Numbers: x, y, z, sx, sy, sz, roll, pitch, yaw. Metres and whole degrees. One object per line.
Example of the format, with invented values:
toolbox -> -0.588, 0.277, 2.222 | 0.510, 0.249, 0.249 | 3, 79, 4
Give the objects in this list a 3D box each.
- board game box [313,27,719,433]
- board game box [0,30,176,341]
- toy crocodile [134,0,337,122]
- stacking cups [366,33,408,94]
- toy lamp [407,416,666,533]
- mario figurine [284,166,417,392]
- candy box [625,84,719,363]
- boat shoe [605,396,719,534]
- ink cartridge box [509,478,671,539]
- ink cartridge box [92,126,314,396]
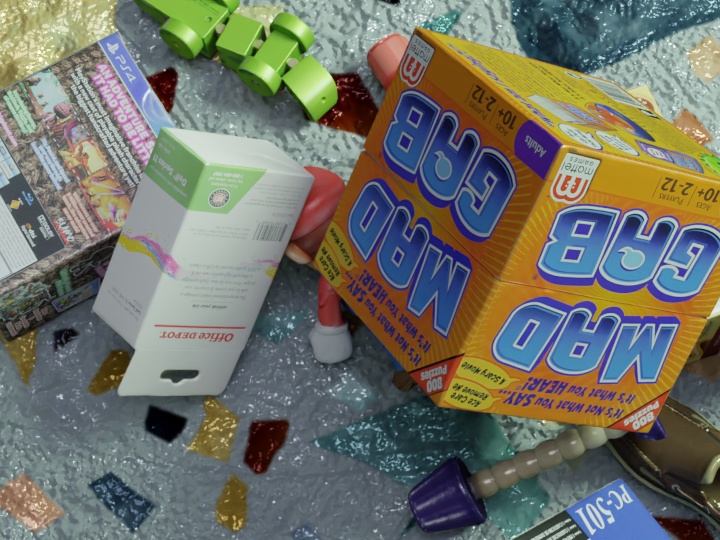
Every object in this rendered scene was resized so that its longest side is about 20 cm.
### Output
board game box -> 0.124, -0.028, 1.230 | 0.200, 0.200, 0.200 | 10, 23, -35
board game box -> -0.241, -0.068, 1.385 | 0.200, 0.097, 0.160 | -29, 72, -11
toy crocodile -> -0.106, -0.195, 1.462 | 0.200, 0.062, 0.068 | 29, 71, 15
stacking cups -> 0.069, -0.110, 1.431 | 0.060, 0.061, 0.200 | -31, 68, -12
toy lamp -> 0.131, 0.145, 1.308 | 0.200, 0.058, 0.058 | -27, 71, 8
mario figurine -> 0.000, 0.000, 1.388 | 0.200, 0.106, 0.123 | 49, 39, 5
candy box -> 0.235, -0.033, 1.368 | 0.055, 0.115, 0.200 | -17, 70, -8
boat shoe -> 0.270, 0.150, 1.318 | 0.202, 0.075, 0.075 | 37, 73, 13
ink cartridge box -> 0.160, 0.223, 1.242 | 0.094, 0.044, 0.200 | 51, 34, 16
ink cartridge box -> -0.129, -0.003, 1.322 | 0.067, 0.117, 0.200 | 38, 113, 38
